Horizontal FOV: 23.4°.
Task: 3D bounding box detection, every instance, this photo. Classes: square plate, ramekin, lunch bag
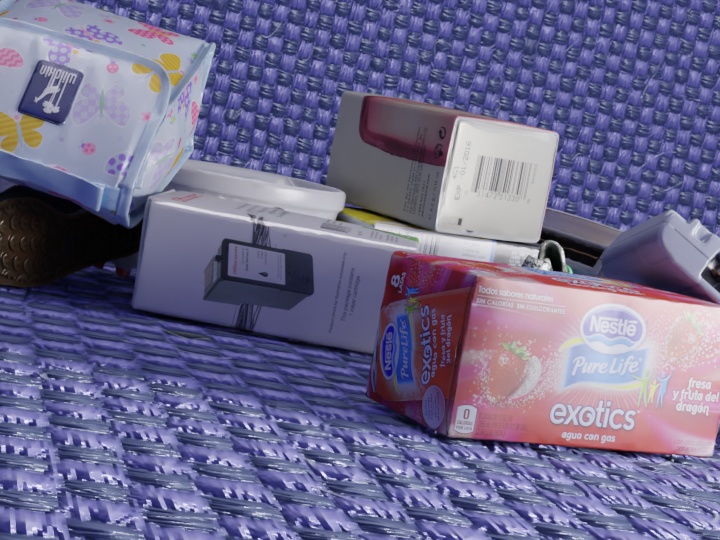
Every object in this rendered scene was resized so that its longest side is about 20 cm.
[{"bbox_3d":[0.273,0.007,1.812,0.200,0.029,0.198,39,-9,-32],"label":"square plate"},{"bbox_3d":[-0.119,-0.046,1.627,0.201,0.095,0.202,10,5,-1],"label":"ramekin"},{"bbox_3d":[-0.214,-0.121,1.286,0.169,0.128,0.200,19,30,4],"label":"lunch bag"}]

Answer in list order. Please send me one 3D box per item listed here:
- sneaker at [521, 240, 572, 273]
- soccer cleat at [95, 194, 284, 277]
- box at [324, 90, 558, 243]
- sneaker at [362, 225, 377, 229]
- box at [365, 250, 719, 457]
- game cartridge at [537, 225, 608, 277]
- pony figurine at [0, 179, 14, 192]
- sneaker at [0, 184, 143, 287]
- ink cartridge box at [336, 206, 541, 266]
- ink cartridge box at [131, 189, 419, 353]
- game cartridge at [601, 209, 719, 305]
[{"bbox_3d":[0.172,0.019,1.520,0.076,0.089,0.200,11,5,14],"label":"sneaker"},{"bbox_3d":[-0.146,-0.028,1.463,0.199,0.078,0.069,5,7,-41],"label":"soccer cleat"},{"bbox_3d":[0.075,-0.101,1.666,0.127,0.110,0.200,5,9,-34],"label":"box"},{"bbox_3d":[0.000,0.000,1.480,0.070,0.073,0.200,11,4,-33],"label":"sneaker"},{"bbox_3d":[0.116,0.050,1.043,0.199,0.096,0.100,7,5,-30],"label":"box"},{"bbox_3d":[0.238,0.010,1.751,0.133,0.042,0.200,35,-7,-34],"label":"game cartridge"},{"bbox_3d":[-0.261,-0.119,1.482,0.192,0.167,0.201,2,48,0],"label":"pony figurine"},{"bbox_3d":[-0.255,-0.030,1.315,0.089,0.068,0.200,9,11,33],"label":"sneaker"},{"bbox_3d":[0.063,-0.031,1.700,0.197,0.047,0.200,6,10,-23],"label":"ink cartridge box"},{"bbox_3d":[-0.060,0.000,1.303,0.199,0.085,0.146,11,5,1],"label":"ink cartridge box"},{"bbox_3d":[0.250,0.043,1.132,0.200,0.041,0.133,41,-9,-2],"label":"game cartridge"}]
